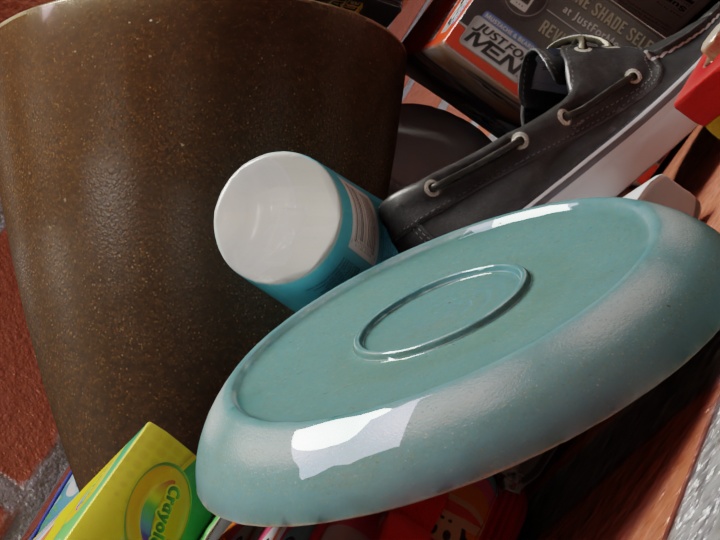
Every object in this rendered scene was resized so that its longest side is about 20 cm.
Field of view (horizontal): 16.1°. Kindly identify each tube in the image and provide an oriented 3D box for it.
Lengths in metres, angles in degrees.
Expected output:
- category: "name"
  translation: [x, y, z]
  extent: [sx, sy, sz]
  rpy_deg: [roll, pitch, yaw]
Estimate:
- category: "tube"
  translation: [0.000, 0.000, 1.029]
  extent: [0.077, 0.050, 0.200]
  rpy_deg: [-71, -21, -6]

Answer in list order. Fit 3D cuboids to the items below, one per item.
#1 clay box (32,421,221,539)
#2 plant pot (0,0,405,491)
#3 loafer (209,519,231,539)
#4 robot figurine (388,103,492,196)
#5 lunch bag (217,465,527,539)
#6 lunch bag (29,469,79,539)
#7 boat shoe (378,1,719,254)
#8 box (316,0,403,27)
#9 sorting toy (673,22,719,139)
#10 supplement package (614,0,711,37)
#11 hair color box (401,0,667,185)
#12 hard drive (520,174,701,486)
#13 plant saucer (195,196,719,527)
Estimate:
- category: "clay box"
  translation: [-0.115, 0.133, 0.951]
  extent: [0.115, 0.048, 0.200]
  rpy_deg: [-56, 6, -34]
- category: "plant pot"
  translation: [-0.074, 0.002, 1.113]
  extent: [0.187, 0.187, 0.200]
  rpy_deg: [141, 131, -69]
- category: "loafer"
  translation: [-0.019, 0.094, 1.015]
  extent: [0.072, 0.073, 0.200]
  rpy_deg: [-80, 17, -46]
- category: "robot figurine"
  translation: [0.011, -0.013, 1.281]
  extent: [0.170, 0.113, 0.200]
  rpy_deg: [-22, -11, -27]
- category: "lunch bag"
  translation: [-0.025, 0.136, 0.858]
  extent: [0.176, 0.082, 0.200]
  rpy_deg: [-46, 9, 50]
- category: "lunch bag"
  translation: [-0.105, 0.157, 1.232]
  extent: [0.170, 0.127, 0.200]
  rpy_deg: [-61, -4, -37]
- category: "boat shoe"
  translation: [0.085, -0.060, 1.015]
  extent: [0.200, 0.066, 0.070]
  rpy_deg: [-40, 0, -23]
- category: "box"
  translation: [-0.007, -0.182, 1.226]
  extent: [0.200, 0.050, 0.199]
  rpy_deg: [135, 149, -67]
- category: "sorting toy"
  translation: [0.185, -0.119, 0.727]
  extent: [0.199, 0.070, 0.200]
  rpy_deg: [-57, 6, -26]
- category: "supplement package"
  translation: [0.155, -0.240, 1.262]
  extent: [0.191, 0.147, 0.200]
  rpy_deg: [-60, 8, -30]
- category: "hair color box"
  translation: [0.084, -0.093, 1.176]
  extent: [0.064, 0.111, 0.200]
  rpy_deg: [-55, 5, -3]
- category: "hard drive"
  translation: [0.059, 0.040, 1.021]
  extent: [0.132, 0.026, 0.200]
  rpy_deg: [-56, 6, -18]
- category: "plant saucer"
  translation: [0.031, 0.023, 0.858]
  extent: [0.200, 0.027, 0.200]
  rpy_deg: [-23, 16, 7]
